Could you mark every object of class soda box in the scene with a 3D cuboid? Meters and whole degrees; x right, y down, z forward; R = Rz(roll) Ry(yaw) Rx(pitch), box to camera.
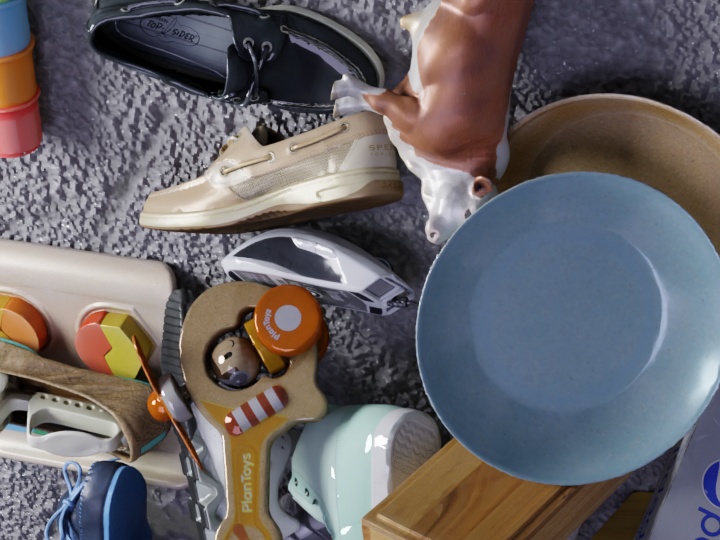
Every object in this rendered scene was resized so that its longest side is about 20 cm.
[{"bbox_3d":[0.217,0.177,1.173,0.068,0.201,0.063,24,165,3],"label":"soda box"}]

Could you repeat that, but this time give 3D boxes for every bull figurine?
[{"bbox_3d":[0.048,-0.120,1.099,0.121,0.065,0.201,15,106,4],"label":"bull figurine"}]

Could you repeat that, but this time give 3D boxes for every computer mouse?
[{"bbox_3d":[0.000,0.000,1.216,0.199,0.044,0.110,11,167,19],"label":"computer mouse"}]

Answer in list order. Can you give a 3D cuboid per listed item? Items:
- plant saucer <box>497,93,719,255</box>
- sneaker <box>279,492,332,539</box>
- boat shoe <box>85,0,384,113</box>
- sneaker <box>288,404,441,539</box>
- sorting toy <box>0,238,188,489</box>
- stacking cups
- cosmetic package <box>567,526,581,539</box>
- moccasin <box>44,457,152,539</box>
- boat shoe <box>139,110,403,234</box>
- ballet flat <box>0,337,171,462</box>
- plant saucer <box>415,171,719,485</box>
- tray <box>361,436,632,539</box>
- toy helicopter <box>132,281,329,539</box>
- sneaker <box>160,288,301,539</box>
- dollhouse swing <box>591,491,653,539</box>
[{"bbox_3d":[0.171,-0.028,1.146,0.199,0.035,0.201,12,124,18],"label":"plant saucer"},{"bbox_3d":[0.007,0.195,1.349,0.199,0.078,0.112,-34,120,30],"label":"sneaker"},{"bbox_3d":[-0.085,-0.138,1.156,0.198,0.066,0.075,22,126,5],"label":"boat shoe"},{"bbox_3d":[-0.001,0.189,1.240,0.118,0.073,0.202,6,93,52],"label":"sneaker"},{"bbox_3d":[-0.218,0.075,1.368,0.184,0.037,0.201,8,124,16],"label":"sorting toy"},{"bbox_3d":[-0.243,-0.172,1.206,0.060,0.061,0.201,8,129,16],"label":"stacking cups"},{"bbox_3d":[0.076,0.221,1.298,0.090,0.106,0.201,51,140,41],"label":"cosmetic package"},{"bbox_3d":[-0.206,0.198,1.383,0.068,0.081,0.200,20,151,6],"label":"moccasin"},{"bbox_3d":[-0.062,-0.064,1.205,0.199,0.071,0.065,-9,85,27],"label":"boat shoe"},{"bbox_3d":[-0.239,0.101,1.328,0.199,0.072,0.068,16,130,10],"label":"ballet flat"},{"bbox_3d":[0.131,0.033,1.122,0.199,0.039,0.203,-1,105,-4],"label":"plant saucer"},{"bbox_3d":[0.102,0.135,1.169,0.098,0.200,0.037,20,132,35],"label":"tray"},{"bbox_3d":[-0.087,0.107,1.214,0.131,0.202,0.079,-2,168,2],"label":"toy helicopter"},{"bbox_3d":[-0.091,0.106,1.298,0.088,0.074,0.202,-13,99,-16],"label":"sneaker"},{"bbox_3d":[0.235,0.288,1.252,0.180,0.176,0.201,-1,121,21],"label":"dollhouse swing"}]
